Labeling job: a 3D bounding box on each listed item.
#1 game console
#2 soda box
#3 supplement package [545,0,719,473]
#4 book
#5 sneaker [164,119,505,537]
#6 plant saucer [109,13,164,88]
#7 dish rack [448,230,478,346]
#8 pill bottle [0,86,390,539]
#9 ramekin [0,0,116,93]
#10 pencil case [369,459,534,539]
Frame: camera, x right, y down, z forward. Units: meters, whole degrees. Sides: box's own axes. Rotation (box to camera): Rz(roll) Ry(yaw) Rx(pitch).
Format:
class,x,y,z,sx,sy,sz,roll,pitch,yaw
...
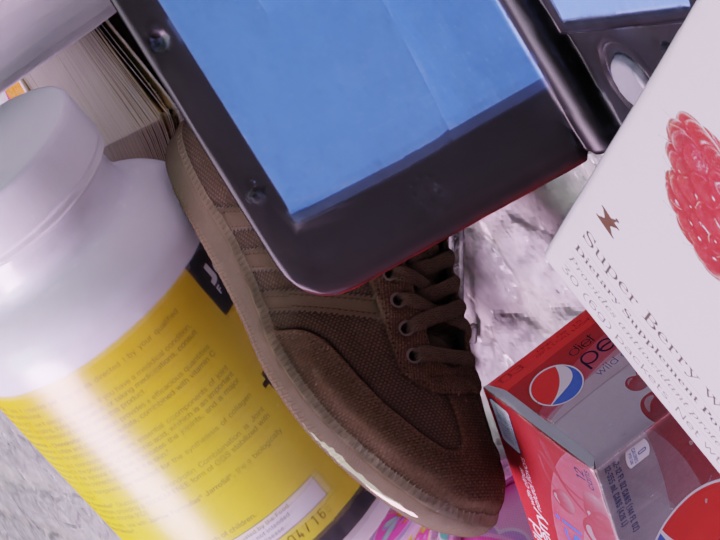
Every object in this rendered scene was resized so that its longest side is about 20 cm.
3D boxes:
class,x,y,z,sx,sy,sz,roll,pitch,yaw
game console,0.007,-0.099,0.871,0.200,0.119,0.172,58,163,-13
soda box,0.109,0.103,1.070,0.063,0.070,0.200,36,155,43
supplement package,0.137,-0.022,0.663,0.121,0.120,0.200,51,163,10
book,-0.127,-0.070,1.270,0.200,0.048,0.134,53,165,39
sneaker,0.000,0.000,1.051,0.070,0.076,0.200,8,-140,-53
plant saucer,-0.117,-0.153,1.240,0.200,0.029,0.200,50,162,22
dish rack,-0.015,-0.027,1.182,0.153,0.055,0.200,47,161,21
pill bottle,-0.080,0.030,1.132,0.200,0.112,0.112,50,166,-25
ramekin,-0.168,-0.159,1.140,0.201,0.098,0.201,53,166,19
pencil case,0.046,0.119,1.221,0.088,0.087,0.200,55,163,-2
